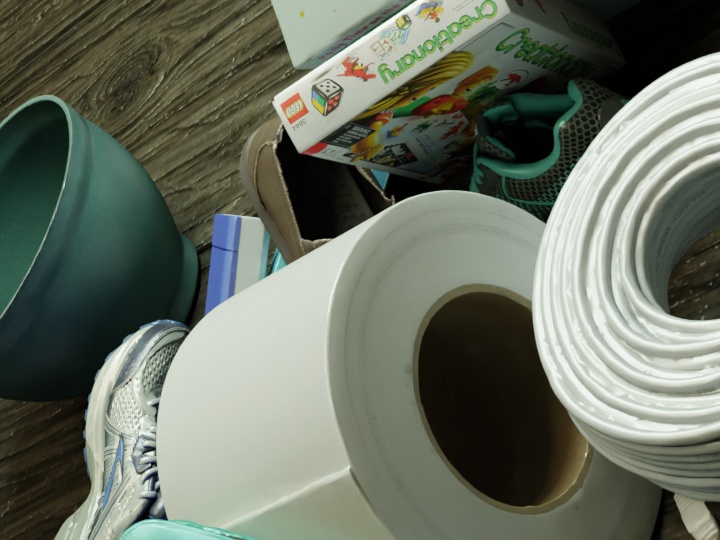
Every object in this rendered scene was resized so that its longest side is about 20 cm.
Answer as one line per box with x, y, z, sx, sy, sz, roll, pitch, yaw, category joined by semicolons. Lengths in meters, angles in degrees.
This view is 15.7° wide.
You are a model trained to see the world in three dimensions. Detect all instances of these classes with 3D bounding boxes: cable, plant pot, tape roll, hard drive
0.164;-0.001;1.136;0.200;0.069;0.200;-49;46;5;cable
-0.192;0.004;1.719;0.200;0.134;0.201;-39;36;36;plant pot
0.024;0.080;1.214;0.139;0.202;0.204;-28;43;46;tape roll
-0.077;0.070;1.468;0.132;0.025;0.201;-166;82;-83;hard drive

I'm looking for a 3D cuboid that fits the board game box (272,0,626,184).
0.050;-0.097;1.325;0.126;0.200;0.035;-33;76;18;board game box

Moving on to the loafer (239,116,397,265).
0.000;0.000;1.356;0.073;0.200;0.071;-34;-11;-13;loafer

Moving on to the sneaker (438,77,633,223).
0.087;-0.058;1.344;0.200;0.091;0.078;-21;48;52;sneaker

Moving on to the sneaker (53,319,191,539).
-0.123;0.129;1.576;0.085;0.077;0.201;1;74;49;sneaker

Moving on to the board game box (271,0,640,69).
0.073;-0.163;1.344;0.147;0.199;0.065;-29;75;45;board game box

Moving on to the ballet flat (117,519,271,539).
-0.016;0.153;1.118;0.199;0.070;0.068;12;64;31;ballet flat

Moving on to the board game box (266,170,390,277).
-0.008;-0.058;1.492;0.151;0.047;0.201;117;171;-72;board game box
